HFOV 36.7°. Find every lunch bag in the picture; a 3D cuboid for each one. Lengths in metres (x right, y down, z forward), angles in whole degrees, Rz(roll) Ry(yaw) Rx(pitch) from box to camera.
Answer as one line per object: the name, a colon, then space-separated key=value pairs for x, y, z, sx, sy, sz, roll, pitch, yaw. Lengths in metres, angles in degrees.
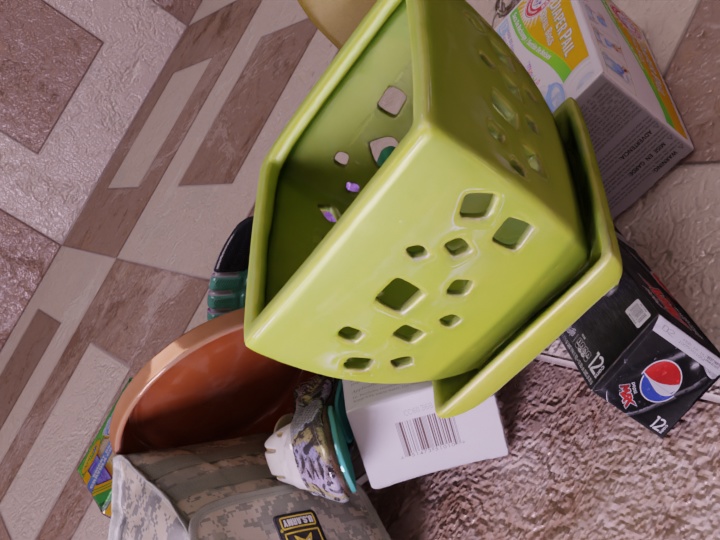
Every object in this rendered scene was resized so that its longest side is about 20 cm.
lunch bag: x=-0.078 y=0.208 z=0.808 sx=0.199 sy=0.162 sz=0.120 roll=25 pitch=112 yaw=49

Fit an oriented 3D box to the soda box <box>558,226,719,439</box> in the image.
soda box: x=0.163 y=0.019 z=0.725 sx=0.064 sy=0.070 sz=0.201 roll=-51 pitch=24 yaw=17

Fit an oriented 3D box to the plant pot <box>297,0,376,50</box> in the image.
plant pot: x=0.004 y=-0.416 z=1.420 sx=0.194 sy=0.199 sz=0.197 roll=-42 pitch=27 yaw=32

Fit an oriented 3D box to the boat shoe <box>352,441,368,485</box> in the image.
boat shoe: x=-0.016 y=0.148 z=0.939 sx=0.202 sy=0.060 sz=0.072 roll=-50 pitch=23 yaw=18

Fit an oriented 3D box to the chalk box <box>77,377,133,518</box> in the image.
chalk box: x=-0.226 y=0.209 z=1.207 sx=0.125 sy=0.124 sz=0.199 roll=-60 pitch=24 yaw=-5

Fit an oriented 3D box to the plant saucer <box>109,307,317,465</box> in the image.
plant saucer: x=-0.108 y=0.099 z=0.873 sx=0.201 sy=0.199 sz=0.032 roll=-49 pitch=54 yaw=19

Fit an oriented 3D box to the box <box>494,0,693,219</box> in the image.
box: x=0.172 y=-0.143 z=0.869 sx=0.112 sy=0.101 sz=0.202 roll=-44 pitch=27 yaw=29

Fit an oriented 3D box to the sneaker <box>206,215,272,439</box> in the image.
sneaker: x=-0.112 y=0.049 z=0.979 sx=0.087 sy=0.073 sz=0.204 roll=-158 pitch=74 yaw=-69

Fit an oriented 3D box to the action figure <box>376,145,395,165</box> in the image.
action figure: x=0.067 y=-0.057 z=1.035 sx=0.118 sy=0.054 sz=0.202 roll=-40 pitch=36 yaw=32

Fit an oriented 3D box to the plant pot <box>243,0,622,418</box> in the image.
plant pot: x=0.051 y=-0.039 z=0.703 sx=0.199 sy=0.180 sz=0.202 roll=-47 pitch=26 yaw=32

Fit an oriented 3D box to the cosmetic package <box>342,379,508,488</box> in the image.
cosmetic package: x=0.041 y=0.063 z=0.853 sx=0.111 sy=0.082 sz=0.201 roll=-14 pitch=31 yaw=5

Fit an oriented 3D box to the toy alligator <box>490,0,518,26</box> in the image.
toy alligator: x=0.113 y=-0.202 z=1.114 sx=0.202 sy=0.059 sz=0.054 roll=-58 pitch=23 yaw=2

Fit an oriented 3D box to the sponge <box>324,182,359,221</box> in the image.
sponge: x=0.000 y=0.000 z=0.963 sx=0.201 sy=0.110 sz=0.030 roll=-62 pitch=41 yaw=37

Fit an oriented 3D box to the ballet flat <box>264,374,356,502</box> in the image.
ballet flat: x=-0.035 y=0.128 z=0.802 sx=0.072 sy=0.072 sz=0.200 roll=-54 pitch=4 yaw=8
